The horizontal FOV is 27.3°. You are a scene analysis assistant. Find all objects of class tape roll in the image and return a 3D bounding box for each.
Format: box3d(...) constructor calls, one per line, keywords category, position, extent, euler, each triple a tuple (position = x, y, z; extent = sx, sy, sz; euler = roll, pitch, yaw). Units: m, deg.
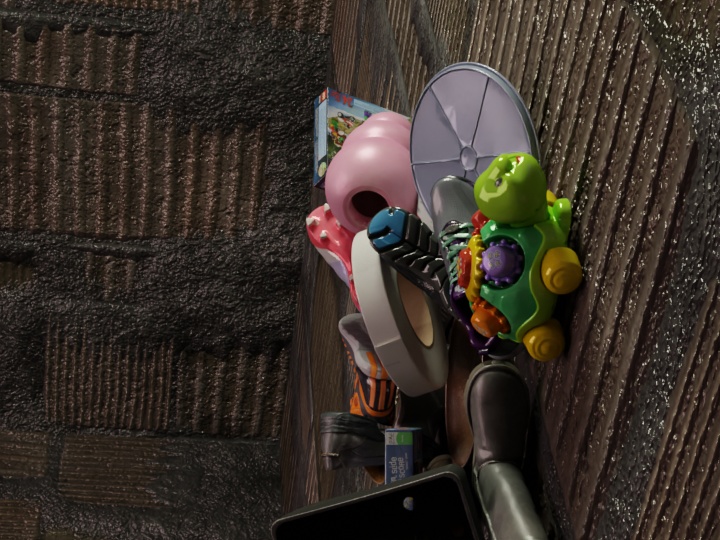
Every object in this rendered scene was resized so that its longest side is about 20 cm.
box3d(category="tape roll", position=(0.047, 0.045, 1.703), extent=(0.203, 0.037, 0.204), euler=(-20, -90, -74))

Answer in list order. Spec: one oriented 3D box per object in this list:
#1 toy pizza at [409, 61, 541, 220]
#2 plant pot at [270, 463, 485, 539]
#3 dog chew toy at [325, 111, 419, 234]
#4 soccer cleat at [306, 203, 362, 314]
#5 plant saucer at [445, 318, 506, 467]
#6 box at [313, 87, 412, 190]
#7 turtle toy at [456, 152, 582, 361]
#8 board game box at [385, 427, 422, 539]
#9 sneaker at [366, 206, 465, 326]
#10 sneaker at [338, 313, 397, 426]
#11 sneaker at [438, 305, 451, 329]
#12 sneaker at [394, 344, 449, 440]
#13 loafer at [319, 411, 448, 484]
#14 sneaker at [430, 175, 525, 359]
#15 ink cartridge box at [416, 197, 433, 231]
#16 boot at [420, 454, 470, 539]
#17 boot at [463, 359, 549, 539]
box3d(category="toy pizza", position=(0.125, -0.121, 1.577), extent=(0.200, 0.032, 0.202), euler=(19, 114, 48))
box3d(category="plant pot", position=(0.048, 0.301, 1.522), extent=(0.177, 0.198, 0.201), euler=(-36, -73, -76))
box3d(category="dog chew toy", position=(0.026, -0.130, 1.854), extent=(0.201, 0.123, 0.125), euler=(-74, -5, -54))
box3d(category="soccer cleat", position=(0.000, 0.000, 1.857), extent=(0.200, 0.067, 0.077), euler=(52, 177, 26))
box3d(category="plant saucer", position=(0.132, 0.124, 1.677), extent=(0.200, 0.036, 0.202), euler=(-177, 90, -83))
box3d(category="box", position=(0.031, -0.149, 1.973), extent=(0.038, 0.199, 0.138), euler=(-39, 43, 47))
box3d(category="turtle toy", position=(0.145, -0.019, 1.395), extent=(0.146, 0.100, 0.201), euler=(-98, 14, -57))
box3d(category="board game box", position=(0.052, 0.287, 1.751), extent=(0.135, 0.034, 0.202), euler=(39, -129, -81))
box3d(category="sneaker", position=(0.099, 0.003, 1.606), extent=(0.073, 0.200, 0.082), euler=(-49, -21, -1))
box3d(category="sneaker", position=(0.006, 0.135, 1.925), extent=(0.200, 0.077, 0.113), euler=(-100, 16, -68))
box3d(category="sneaker", position=(0.075, 0.052, 1.994), extent=(0.201, 0.075, 0.105), euler=(115, 155, -49))
box3d(category="sneaker", position=(0.084, 0.155, 1.909), extent=(0.081, 0.070, 0.201), euler=(-71, -1, -46))
box3d(category="loafer", position=(0.026, 0.232, 1.854), extent=(0.073, 0.199, 0.073), euler=(-12, 65, 52))
box3d(category="sneaker", position=(0.115, -0.008, 1.508), extent=(0.087, 0.074, 0.201), euler=(7, -120, -65))
box3d(category="ink cartridge box", position=(0.118, -0.109, 1.716), extent=(0.145, 0.083, 0.202), euler=(-123, 37, -78))
box3d(category="boot", position=(0.100, 0.319, 1.747), extent=(0.146, 0.070, 0.202), euler=(-99, 15, -85))
box3d(category="boot", position=(0.142, 0.208, 1.421), extent=(0.200, 0.072, 0.183), euler=(-87, -10, -65))
